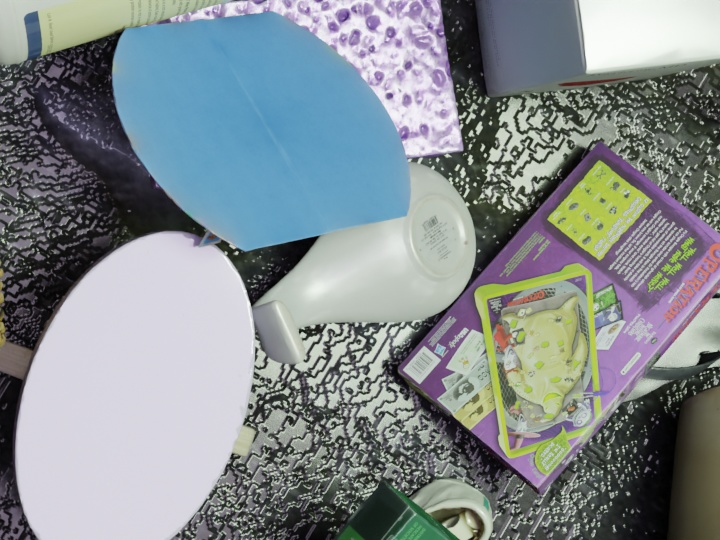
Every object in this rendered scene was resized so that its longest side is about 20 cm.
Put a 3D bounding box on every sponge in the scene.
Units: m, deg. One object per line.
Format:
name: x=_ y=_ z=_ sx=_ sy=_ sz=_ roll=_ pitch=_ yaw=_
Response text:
sponge: x=-0.040 y=-0.117 z=1.444 sx=0.200 sy=0.030 sz=0.112 roll=-8 pitch=92 yaw=-13

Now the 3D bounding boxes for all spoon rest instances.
spoon rest: x=0.000 y=0.000 z=1.418 sx=0.200 sy=0.061 sz=0.099 roll=-31 pitch=104 yaw=-43

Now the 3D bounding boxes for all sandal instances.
sandal: x=0.209 y=0.039 z=1.497 sx=0.200 sy=0.043 sz=0.076 roll=-12 pitch=93 yaw=-13

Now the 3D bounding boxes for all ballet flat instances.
ballet flat: x=0.000 y=0.197 z=1.437 sx=0.200 sy=0.069 sz=0.069 roll=-35 pitch=98 yaw=-11

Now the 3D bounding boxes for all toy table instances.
toy table: x=-0.139 y=0.074 z=1.377 sx=0.184 sy=0.117 sz=0.200 roll=32 pitch=84 yaw=-12

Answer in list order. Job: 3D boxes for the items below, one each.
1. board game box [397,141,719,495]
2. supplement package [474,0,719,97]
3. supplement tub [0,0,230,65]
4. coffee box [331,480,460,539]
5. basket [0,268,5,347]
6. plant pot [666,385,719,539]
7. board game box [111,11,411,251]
board game box: x=0.133 y=0.029 z=1.462 sx=0.120 sy=0.032 sz=0.200 roll=39 pitch=81 yaw=21
supplement package: x=0.152 y=-0.175 z=1.402 sx=0.121 sy=0.200 sz=0.120 roll=-7 pitch=92 yaw=-12
supplement tub: x=-0.144 y=-0.213 z=1.359 sx=0.200 sy=0.145 sz=0.145 roll=-18 pitch=94 yaw=-13
coffee box: x=0.041 y=0.226 z=1.407 sx=0.123 sy=0.044 sz=0.200 roll=-49 pitch=129 yaw=0
basket: x=-0.275 y=-0.019 z=1.297 sx=0.143 sy=0.200 sz=0.149 roll=-6 pitch=92 yaw=-6
plant pot: x=0.270 y=0.159 z=1.452 sx=0.200 sy=0.200 sz=0.174 roll=-4 pitch=75 yaw=-13
board game box: x=-0.066 y=-0.076 z=1.370 sx=0.200 sy=0.039 sz=0.158 roll=-13 pitch=65 yaw=-44
